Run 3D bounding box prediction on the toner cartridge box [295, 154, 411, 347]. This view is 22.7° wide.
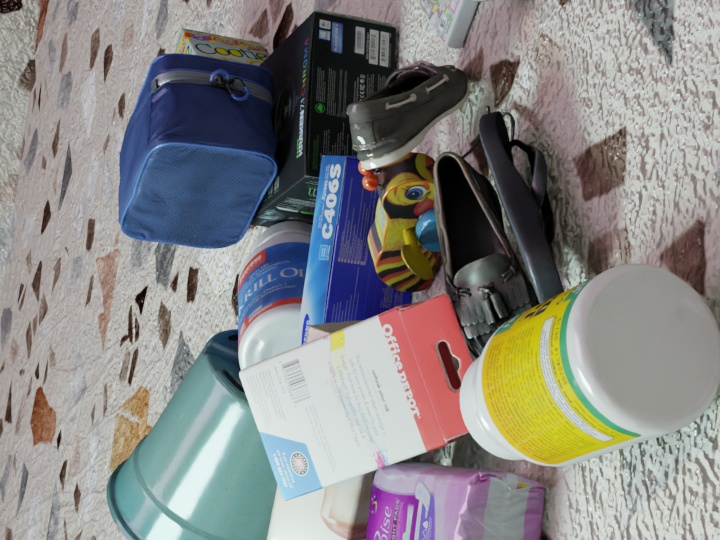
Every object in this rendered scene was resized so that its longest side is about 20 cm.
[{"bbox_3d":[0.000,0.000,1.638,0.043,0.095,0.200,7,89,56],"label":"toner cartridge box"}]

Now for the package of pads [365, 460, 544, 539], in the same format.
[{"bbox_3d":[0.071,0.215,1.420,0.200,0.076,0.121,172,107,-68],"label":"package of pads"}]

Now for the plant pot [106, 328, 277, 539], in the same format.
[{"bbox_3d":[-0.124,0.177,1.790,0.196,0.200,0.200,-61,28,25],"label":"plant pot"}]

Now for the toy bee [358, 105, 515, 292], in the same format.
[{"bbox_3d":[0.040,-0.066,1.550,0.131,0.109,0.200,-123,44,-56],"label":"toy bee"}]

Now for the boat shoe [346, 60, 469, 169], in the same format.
[{"bbox_3d":[0.042,-0.149,1.524,0.057,0.067,0.200,68,-152,-17],"label":"boat shoe"}]

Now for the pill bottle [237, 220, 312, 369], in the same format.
[{"bbox_3d":[-0.065,0.034,1.756,0.200,0.112,0.112,-99,25,-60],"label":"pill bottle"}]

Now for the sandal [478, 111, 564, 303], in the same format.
[{"bbox_3d":[0.134,-0.050,1.393,0.200,0.043,0.076,-106,-5,-46],"label":"sandal"}]

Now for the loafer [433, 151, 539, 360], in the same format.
[{"bbox_3d":[0.091,-0.006,1.414,0.063,0.072,0.200,55,-165,-53],"label":"loafer"}]

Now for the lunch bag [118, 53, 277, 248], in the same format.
[{"bbox_3d":[-0.163,-0.129,1.790,0.200,0.136,0.132,124,148,-50],"label":"lunch bag"}]

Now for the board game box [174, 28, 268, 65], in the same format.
[{"bbox_3d":[-0.154,-0.191,2.087,0.200,0.103,0.105,-120,43,-57],"label":"board game box"}]

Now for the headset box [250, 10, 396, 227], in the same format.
[{"bbox_3d":[-0.045,-0.143,1.813,0.200,0.093,0.174,151,125,-64],"label":"headset box"}]

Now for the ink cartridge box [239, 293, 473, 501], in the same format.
[{"bbox_3d":[0.014,0.099,1.454,0.200,0.067,0.116,-22,85,25],"label":"ink cartridge box"}]

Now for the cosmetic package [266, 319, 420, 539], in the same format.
[{"bbox_3d":[-0.004,0.151,1.561,0.087,0.103,0.200,17,102,30],"label":"cosmetic package"}]

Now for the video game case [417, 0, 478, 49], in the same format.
[{"bbox_3d":[0.080,-0.312,1.659,0.200,0.018,0.143,-114,37,-54],"label":"video game case"}]

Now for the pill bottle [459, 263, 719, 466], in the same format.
[{"bbox_3d":[0.148,0.072,1.225,0.200,0.113,0.113,146,129,-63],"label":"pill bottle"}]
